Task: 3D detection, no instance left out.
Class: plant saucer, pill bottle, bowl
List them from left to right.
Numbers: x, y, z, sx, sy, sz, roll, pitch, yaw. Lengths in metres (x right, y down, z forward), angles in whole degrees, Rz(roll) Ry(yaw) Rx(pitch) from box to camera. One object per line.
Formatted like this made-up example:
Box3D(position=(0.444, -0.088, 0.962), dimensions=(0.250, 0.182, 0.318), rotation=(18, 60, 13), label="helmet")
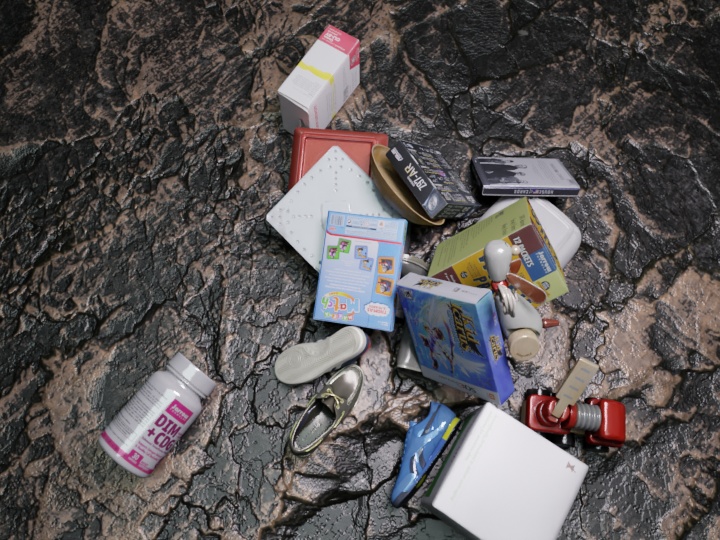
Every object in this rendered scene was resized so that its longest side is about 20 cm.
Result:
Box3D(position=(-0.359, 0.255, 1.078), dimensions=(0.113, 0.114, 0.201), rotation=(35, 74, 10), label="pill bottle")
Box3D(position=(-0.049, -0.190, 1.206), dimensions=(0.196, 0.037, 0.204), rotation=(5, 83, 4), label="plant saucer")
Box3D(position=(0.084, -0.157, 1.164), dimensions=(0.035, 0.199, 0.202), rotation=(-42, 74, 26), label="plant saucer")
Box3D(position=(0.342, -0.070, 1.235), dimensions=(0.200, 0.075, 0.200), rotation=(43, 76, 13), label="bowl")

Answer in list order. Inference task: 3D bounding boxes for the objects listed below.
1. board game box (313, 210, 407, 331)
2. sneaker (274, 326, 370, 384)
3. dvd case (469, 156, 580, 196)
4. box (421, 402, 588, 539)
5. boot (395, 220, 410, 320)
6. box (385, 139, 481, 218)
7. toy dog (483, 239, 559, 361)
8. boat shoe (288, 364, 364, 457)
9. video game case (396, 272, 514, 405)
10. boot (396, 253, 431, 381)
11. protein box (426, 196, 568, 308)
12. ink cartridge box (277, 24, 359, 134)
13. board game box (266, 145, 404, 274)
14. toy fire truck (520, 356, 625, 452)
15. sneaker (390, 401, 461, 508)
Box3D(position=(0.000, 0.000, 1.106), dimensions=(0.149, 0.037, 0.204), rotation=(8, 88, 12), label="board game box")
Box3D(position=(-0.068, 0.167, 1.146), dimensions=(0.197, 0.084, 0.076), rotation=(-21, 73, 17), label="sneaker")
Box3D(position=(0.340, -0.199, 1.260), dimensions=(0.196, 0.025, 0.151), rotation=(1, 33, -2), label="dvd case")
Box3D(position=(0.238, 0.371, 1.027), dimensions=(0.198, 0.172, 0.200), rotation=(32, 73, 9), label="box")
Box3D(position=(0.020, -0.010, 1.203), dimensions=(0.162, 0.066, 0.204), rotation=(9, 76, -12), label="boot")
Box3D(position=(0.151, -0.180, 1.209), dimensions=(0.043, 0.199, 0.161), rotation=(-41, 75, 26), label="box")
Box3D(position=(0.256, 0.044, 0.934), dimensions=(0.095, 0.201, 0.133), rotation=(-17, 47, 3), label="toy dog")
Box3D(position=(-0.060, 0.258, 1.114), dimensions=(0.072, 0.060, 0.202), rotation=(36, 74, 10), label="boat shoe")
Box3D(position=(0.158, 0.113, 1.012), dimensions=(0.045, 0.180, 0.203), rotation=(-35, 119, -31), label="video game case")
Box3D(position=(0.097, 0.090, 1.143), dimensions=(0.181, 0.072, 0.203), rotation=(32, 71, -31), label="boot")
Box3D(position=(0.247, -0.007, 1.090), dimensions=(0.198, 0.199, 0.136), rotation=(-29, 101, 21), label="protein box")
Box3D(position=(-0.087, -0.396, 1.293), dimensions=(0.083, 0.145, 0.201), rotation=(30, 73, 9), label="ink cartridge box")
Box3D(position=(-0.047, -0.103, 1.164), dimensions=(0.200, 0.026, 0.200), rotation=(44, 86, 7), label="board game box")
Box3D(position=(0.393, 0.241, 1.061), dimensions=(0.173, 0.200, 0.131), rotation=(9, 71, 1), label="toy fire truck")
Box3D(position=(0.103, 0.333, 1.098), dimensions=(0.078, 0.066, 0.201), rotation=(31, 72, 21), label="sneaker")
